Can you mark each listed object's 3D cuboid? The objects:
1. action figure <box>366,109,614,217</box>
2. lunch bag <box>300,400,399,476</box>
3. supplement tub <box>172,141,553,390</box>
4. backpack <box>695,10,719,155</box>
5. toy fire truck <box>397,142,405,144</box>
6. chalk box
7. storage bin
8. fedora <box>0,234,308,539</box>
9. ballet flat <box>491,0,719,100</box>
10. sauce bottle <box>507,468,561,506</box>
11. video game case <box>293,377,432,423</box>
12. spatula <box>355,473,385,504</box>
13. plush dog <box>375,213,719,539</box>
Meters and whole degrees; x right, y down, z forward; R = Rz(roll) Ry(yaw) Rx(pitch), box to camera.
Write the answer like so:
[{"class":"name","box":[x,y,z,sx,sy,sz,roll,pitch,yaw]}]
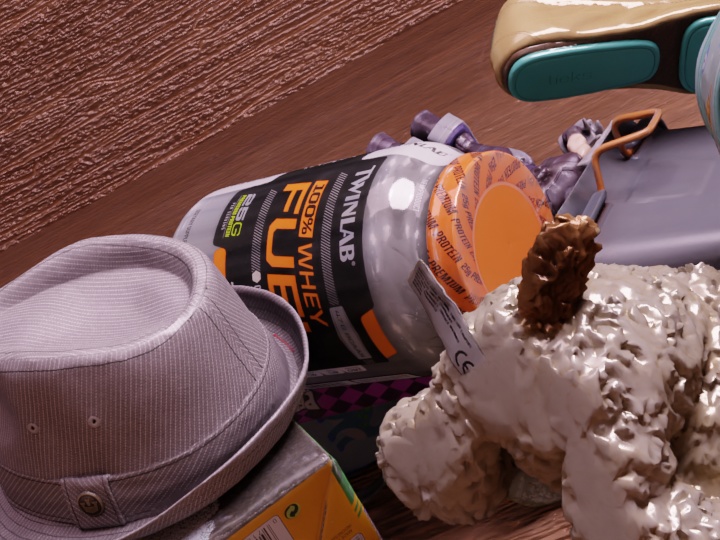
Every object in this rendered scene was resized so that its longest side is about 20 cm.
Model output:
[{"class":"action figure","box":[0.099,-0.056,0.982,0.130,0.070,0.199,-43,41,-21]},{"class":"lunch bag","box":[-0.026,0.076,1.057,0.160,0.083,0.200,-22,17,20]},{"class":"supplement tub","box":[0.000,0.000,0.814,0.199,0.123,0.123,-11,23,39]},{"class":"backpack","box":[0.246,-0.070,0.647,0.176,0.200,0.154,-43,14,22]},{"class":"toy fire truck","box":[0.002,-0.005,1.230,0.174,0.200,0.130,-17,54,11]},{"class":"chalk box","box":[-0.082,0.129,0.779,0.124,0.125,0.200,-35,33,-12]},{"class":"storage bin","box":[0.199,-0.021,0.818,0.133,0.147,0.200,-11,22,29]},{"class":"fedora","box":[-0.126,0.046,0.725,0.198,0.091,0.177,-4,39,33]},{"class":"ballet flat","box":[0.172,-0.136,0.848,0.198,0.069,0.063,-1,52,-3]},{"class":"sauce bottle","box":[0.079,0.050,0.848,0.064,0.065,0.200,-29,30,7]},{"class":"video game case","box":[-0.049,0.039,0.974,0.198,0.036,0.182,-14,28,5]},{"class":"spatula","box":[-0.002,0.136,0.911,0.199,0.021,0.057,-28,34,30]},{"class":"plush dog","box":[0.124,0.043,0.666,0.199,0.162,0.171,18,21,42]}]
